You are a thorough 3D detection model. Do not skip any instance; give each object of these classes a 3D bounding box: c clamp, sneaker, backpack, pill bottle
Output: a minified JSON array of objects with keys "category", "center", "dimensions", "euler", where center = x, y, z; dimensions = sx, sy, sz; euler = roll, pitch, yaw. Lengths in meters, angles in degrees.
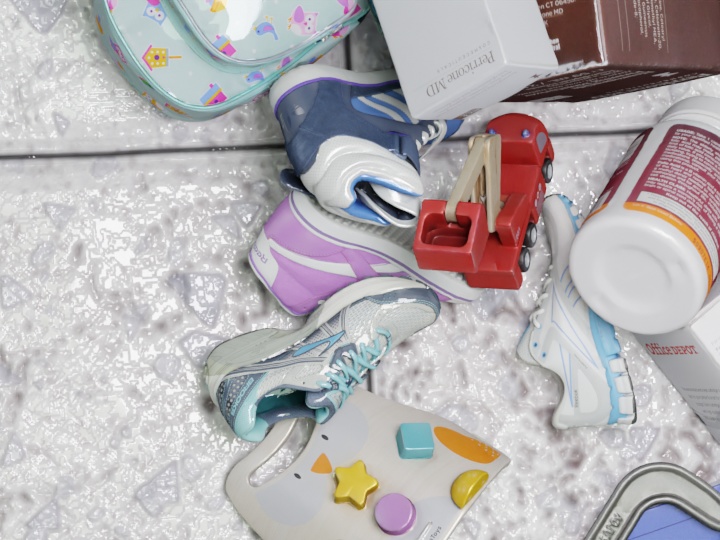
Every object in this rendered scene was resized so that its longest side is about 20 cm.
[{"category":"c clamp","center":[0.263,0.252,1.695],"dimensions":[0.171,0.027,0.200],"euler":[38,89,-1]},{"category":"sneaker","center":[-0.021,0.078,1.631],"dimensions":[0.199,0.078,0.087],"euler":[-26,47,2]},{"category":"sneaker","center":[0.027,-0.085,1.617],"dimensions":[0.199,0.081,0.147],"euler":[3,49,-42]},{"category":"sneaker","center":[0.166,0.037,1.700],"dimensions":[0.086,0.075,0.201],"euler":[-13,83,4]},{"category":"backpack","center":[-0.108,-0.218,1.617],"dimensions":[0.200,0.153,0.176],"euler":[-36,100,-5]},{"category":"pill bottle","center":[0.253,-0.050,1.660],"dimensions":[0.114,0.114,0.200],"euler":[43,45,-6]},{"category":"sneaker","center":[0.000,-0.001,1.674],"dimensions":[0.200,0.073,0.114],"euler":[23,124,-29]}]

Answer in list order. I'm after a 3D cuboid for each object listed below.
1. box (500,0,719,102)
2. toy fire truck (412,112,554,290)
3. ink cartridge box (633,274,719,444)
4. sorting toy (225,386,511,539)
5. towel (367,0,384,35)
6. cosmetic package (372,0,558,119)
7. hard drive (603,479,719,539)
[{"category":"box","center":[0.169,-0.225,1.622],"dimensions":[0.199,0.165,0.165],"euler":[-5,87,-50]},{"category":"toy fire truck","center":[0.102,-0.059,1.626],"dimensions":[0.048,0.141,0.201],"euler":[4,56,21]},{"category":"ink cartridge box","center":[0.331,0.100,1.689],"dimensions":[0.086,0.146,0.200],"euler":[-38,95,-10]},{"category":"sorting toy","center":[-0.006,0.177,1.654],"dimensions":[0.180,0.107,0.200],"euler":[33,80,11]},{"category":"towel","center":[0.047,-0.273,1.652],"dimensions":[0.200,0.022,0.147],"euler":[-28,95,-54]},{"category":"cosmetic package","center":[0.062,-0.223,1.535],"dimensions":[0.074,0.101,0.201],"euler":[-4,71,-49]},{"category":"hard drive","center":[0.295,0.286,1.723],"dimensions":[0.131,0.025,0.201],"euler":[-19,91,-2]}]
